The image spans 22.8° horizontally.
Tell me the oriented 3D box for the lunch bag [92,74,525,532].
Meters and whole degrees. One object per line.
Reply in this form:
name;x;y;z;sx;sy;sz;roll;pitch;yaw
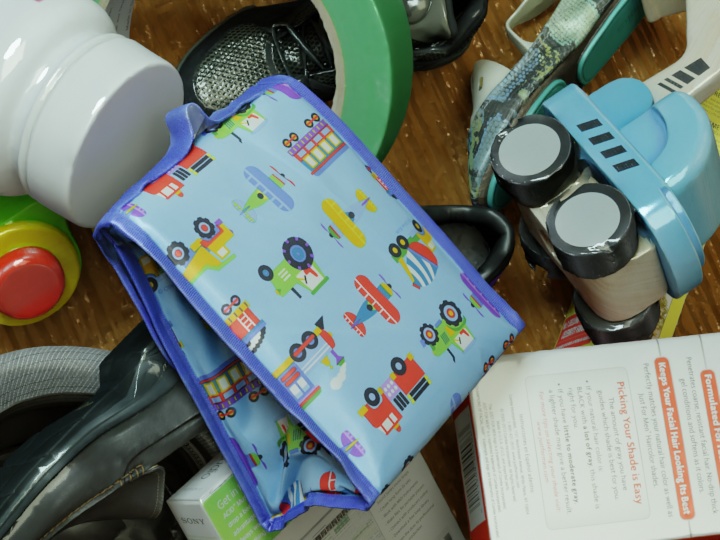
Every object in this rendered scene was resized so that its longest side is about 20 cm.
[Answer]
lunch bag;-0.035;0.002;0.896;0.201;0.094;0.151;56;49;-12

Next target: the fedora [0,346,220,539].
fedora;-0.158;0.133;0.957;0.199;0.090;0.178;7;81;-24

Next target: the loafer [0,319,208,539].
loafer;-0.123;0.097;0.888;0.200;0.073;0.072;-46;105;-23

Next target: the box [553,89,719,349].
box;0.180;-0.028;1.093;0.050;0.075;0.201;24;76;-10

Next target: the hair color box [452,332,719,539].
hair color box;0.155;0.098;0.985;0.198;0.064;0.112;-5;75;-8

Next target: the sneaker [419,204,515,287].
sneaker;0.000;-0.001;1.019;0.199;0.099;0.070;-16;83;-19

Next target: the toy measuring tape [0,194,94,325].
toy measuring tape;-0.220;0.015;0.981;0.199;0.074;0.074;-33;91;-2

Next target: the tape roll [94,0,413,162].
tape roll;-0.072;-0.115;0.981;0.199;0.048;0.202;6;111;16

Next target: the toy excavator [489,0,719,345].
toy excavator;0.170;-0.083;1.029;0.199;0.100;0.195;-32;51;-3

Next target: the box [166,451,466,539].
box;-0.006;0.163;0.976;0.144;0.036;0.201;-41;113;-38

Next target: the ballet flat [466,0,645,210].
ballet flat;0.108;-0.122;1.097;0.074;0.074;0.200;41;70;-6

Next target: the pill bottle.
pill bottle;-0.198;-0.110;0.936;0.199;0.114;0.114;30;72;18

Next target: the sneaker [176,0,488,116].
sneaker;-0.013;-0.138;1.034;0.198;0.114;0.077;-17;85;-15
